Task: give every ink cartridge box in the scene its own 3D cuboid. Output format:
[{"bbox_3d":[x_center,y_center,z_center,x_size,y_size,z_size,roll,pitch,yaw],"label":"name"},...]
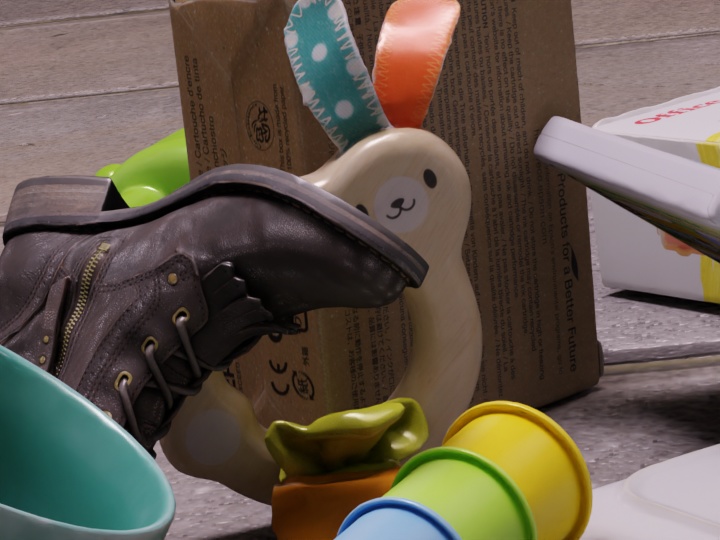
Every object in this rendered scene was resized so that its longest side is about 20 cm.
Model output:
[{"bbox_3d":[0.224,-0.035,1.358,0.145,0.084,0.200,-16,16,-36],"label":"ink cartridge box"},{"bbox_3d":[0.014,-0.033,1.193,0.164,0.201,0.075,-17,17,-42],"label":"ink cartridge box"}]

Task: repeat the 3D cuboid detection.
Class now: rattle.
[{"bbox_3d":[0.000,0.000,1.050,0.130,0.201,0.143,23,8,1],"label":"rattle"}]

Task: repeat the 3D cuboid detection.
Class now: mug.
[{"bbox_3d":[-0.141,0.088,0.903,0.152,0.115,0.185,33,11,22],"label":"mug"}]

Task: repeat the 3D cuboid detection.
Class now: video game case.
[{"bbox_3d":[0.174,0.000,1.126,0.181,0.022,0.200,29,1,-17],"label":"video game case"}]

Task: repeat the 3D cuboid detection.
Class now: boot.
[{"bbox_3d":[-0.078,0.056,1.003,0.199,0.175,0.069,0,-28,39],"label":"boot"}]

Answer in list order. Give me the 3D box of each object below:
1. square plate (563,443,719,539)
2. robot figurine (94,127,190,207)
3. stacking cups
[{"bbox_3d":[0.185,0.081,1.001,0.199,0.029,0.198,-14,14,-29],"label":"square plate"},{"bbox_3d":[-0.052,-0.014,1.335,0.174,0.116,0.200,5,16,19],"label":"robot figurine"},{"bbox_3d":[0.005,0.108,0.931,0.060,0.061,0.200,2,22,32],"label":"stacking cups"}]
